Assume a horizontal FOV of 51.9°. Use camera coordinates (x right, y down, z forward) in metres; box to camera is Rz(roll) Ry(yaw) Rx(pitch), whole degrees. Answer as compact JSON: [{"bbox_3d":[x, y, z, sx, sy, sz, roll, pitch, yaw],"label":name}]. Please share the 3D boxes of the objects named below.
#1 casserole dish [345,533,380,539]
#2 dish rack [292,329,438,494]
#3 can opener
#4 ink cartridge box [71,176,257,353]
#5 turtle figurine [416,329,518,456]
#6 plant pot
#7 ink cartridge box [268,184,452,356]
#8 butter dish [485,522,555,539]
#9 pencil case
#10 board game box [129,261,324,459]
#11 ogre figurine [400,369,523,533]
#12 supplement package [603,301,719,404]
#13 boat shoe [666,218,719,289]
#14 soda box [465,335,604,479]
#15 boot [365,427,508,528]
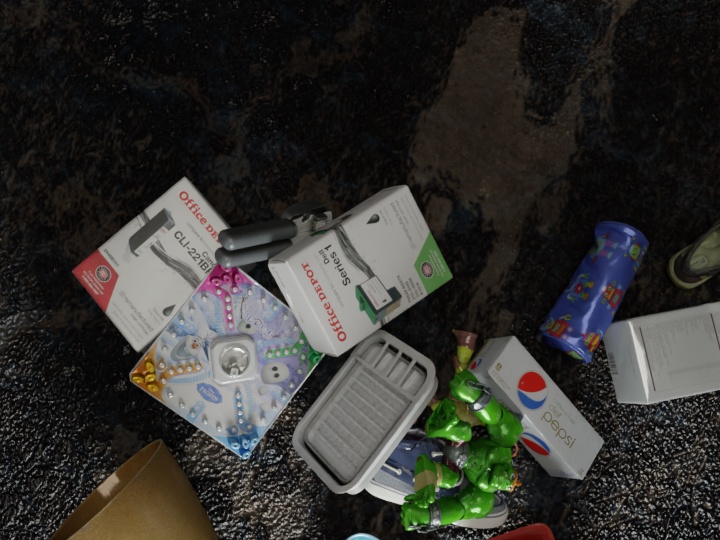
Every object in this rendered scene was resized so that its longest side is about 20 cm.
[{"bbox_3d":[0.030,0.435,0.979,0.199,0.039,0.122,36,82,3],"label":"casserole dish"},{"bbox_3d":[0.010,0.186,0.969,0.201,0.171,0.044,-51,123,-8],"label":"dish rack"},{"bbox_3d":[-0.114,-0.048,0.997,0.066,0.199,0.053,33,123,30],"label":"can opener"},{"bbox_3d":[-0.262,-0.006,1.014,0.200,0.084,0.145,-41,85,-7],"label":"ink cartridge box"},{"bbox_3d":[0.136,0.166,1.007,0.198,0.064,0.163,16,82,1],"label":"turtle figurine"},{"bbox_3d":[-0.256,0.351,0.930,0.186,0.186,0.200,-41,99,-6],"label":"plant pot"},{"bbox_3d":[0.000,0.000,0.981,0.199,0.084,0.147,-33,102,-19],"label":"ink cartridge box"},{"bbox_3d":[0.208,0.439,0.912,0.197,0.148,0.202,-11,81,-21],"label":"butter dish"},{"bbox_3d":[0.320,0.029,1.024,0.078,0.087,0.201,35,81,-27],"label":"pencil case"},{"bbox_3d":[-0.167,0.121,0.983,0.200,0.026,0.201,40,85,-20],"label":"board game box"},{"bbox_3d":[0.133,0.230,0.913,0.119,0.098,0.202,16,78,-23],"label":"ogre figurine"},{"bbox_3d":[0.448,0.107,0.999,0.197,0.110,0.115,-10,82,-2],"label":"supplement package"},{"bbox_3d":[0.528,-0.044,1.044,0.200,0.066,0.072,-34,83,-6],"label":"boat shoe"},{"bbox_3d":[0.227,0.181,0.973,0.200,0.064,0.068,49,64,-12],"label":"soda box"},{"bbox_3d":[0.106,0.269,0.976,0.198,0.073,0.091,14,105,1],"label":"boot"}]
